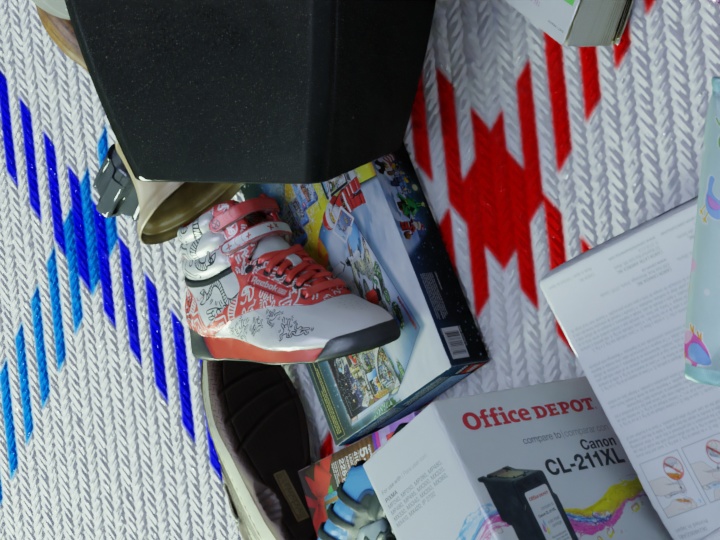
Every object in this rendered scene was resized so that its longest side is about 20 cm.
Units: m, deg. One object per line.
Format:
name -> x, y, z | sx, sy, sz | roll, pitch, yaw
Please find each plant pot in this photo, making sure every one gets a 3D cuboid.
plant pot -> -0.063, -0.153, 1.633 | 0.199, 0.200, 0.178 | 2, 104, 24

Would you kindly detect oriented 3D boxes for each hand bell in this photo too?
hand bell -> -0.167, -0.128, 1.789 | 0.200, 0.104, 0.104 | 53, 133, 14

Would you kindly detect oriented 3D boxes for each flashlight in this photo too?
flashlight -> -0.132, -0.121, 1.859 | 0.200, 0.067, 0.068 | 123, 146, -44

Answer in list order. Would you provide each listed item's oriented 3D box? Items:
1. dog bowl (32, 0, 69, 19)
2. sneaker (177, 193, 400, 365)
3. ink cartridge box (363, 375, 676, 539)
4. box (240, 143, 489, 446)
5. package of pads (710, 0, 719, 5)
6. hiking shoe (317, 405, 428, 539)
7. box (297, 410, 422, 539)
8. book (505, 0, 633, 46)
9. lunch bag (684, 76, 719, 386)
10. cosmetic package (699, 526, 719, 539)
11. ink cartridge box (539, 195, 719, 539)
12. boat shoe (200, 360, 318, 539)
dog bowl -> -0.160, -0.264, 1.741 | 0.058, 0.200, 0.201 | 13, 106, 31
sneaker -> -0.055, 0.004, 1.720 | 0.201, 0.067, 0.109 | -2, 99, 53
ink cartridge box -> 0.112, 0.173, 1.549 | 0.083, 0.145, 0.201 | -45, 62, 42
box -> 0.000, 0.000, 1.737 | 0.136, 0.038, 0.201 | -37, 68, 46
package of pads -> 0.134, -0.214, 1.431 | 0.199, 0.120, 0.076 | 20, 112, 18
hiking shoe -> 0.009, 0.172, 1.683 | 0.200, 0.074, 0.087 | -42, 40, 44
box -> 0.037, 0.207, 1.724 | 0.137, 0.039, 0.201 | -31, 72, 46
book -> 0.129, -0.254, 1.545 | 0.134, 0.048, 0.201 | 42, 124, 40
lunch bag -> 0.281, -0.013, 1.345 | 0.199, 0.122, 0.171 | 11, 101, 27
cosmetic package -> 0.258, 0.228, 1.435 | 0.102, 0.074, 0.201 | -41, 71, 44
ink cartridge box -> 0.212, 0.061, 1.509 | 0.160, 0.047, 0.201 | -28, 91, 47
boat shoe -> -0.073, 0.147, 1.821 | 0.075, 0.074, 0.203 | -41, 64, 52
